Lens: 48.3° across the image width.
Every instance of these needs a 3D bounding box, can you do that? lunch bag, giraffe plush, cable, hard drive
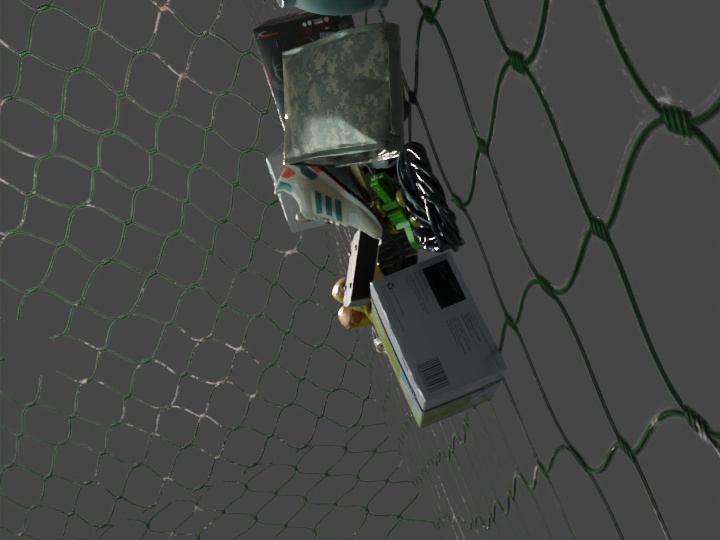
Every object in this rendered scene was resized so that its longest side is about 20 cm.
[{"bbox_3d":[-0.009,-0.228,1.074,0.200,0.117,0.165,1,92,50],"label":"lunch bag"},{"bbox_3d":[0.059,0.091,1.575,0.200,0.172,0.162,57,176,-39],"label":"giraffe plush"},{"bbox_3d":[0.097,-0.103,1.126,0.200,0.051,0.164,-138,33,-83],"label":"cable"},{"bbox_3d":[0.000,0.000,1.422,0.200,0.042,0.135,143,135,-85],"label":"hard drive"}]

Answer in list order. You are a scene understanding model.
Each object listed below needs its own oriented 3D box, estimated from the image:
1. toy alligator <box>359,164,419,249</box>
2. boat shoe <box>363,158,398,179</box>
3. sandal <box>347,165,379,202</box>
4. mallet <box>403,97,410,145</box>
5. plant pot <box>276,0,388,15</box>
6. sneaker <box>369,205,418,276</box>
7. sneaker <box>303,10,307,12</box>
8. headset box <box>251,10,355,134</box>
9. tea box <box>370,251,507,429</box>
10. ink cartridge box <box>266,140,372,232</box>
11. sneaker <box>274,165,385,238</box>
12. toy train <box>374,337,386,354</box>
[{"bbox_3d":[0.052,-0.123,1.283,0.200,0.059,0.054,54,-137,-22],"label":"toy alligator"},{"bbox_3d":[0.036,-0.194,1.294,0.072,0.070,0.201,45,162,26],"label":"boat shoe"},{"bbox_3d":[-0.043,-0.188,1.279,0.212,0.070,0.078,61,167,-25],"label":"sandal"},{"bbox_3d":[0.062,-0.189,1.192,0.066,0.041,0.200,60,174,44],"label":"mallet"},{"bbox_3d":[-0.060,-0.416,1.031,0.200,0.134,0.201,159,90,-84],"label":"plant pot"},{"bbox_3d":[0.071,-0.027,1.505,0.116,0.075,0.200,70,-174,-52],"label":"sneaker"},{"bbox_3d":[-0.060,-0.415,1.415,0.096,0.079,0.200,58,-174,-22],"label":"sneaker"},{"bbox_3d":[-0.070,-0.319,1.314,0.077,0.148,0.200,-57,-44,-54],"label":"headset box"},{"bbox_3d":[0.113,0.112,1.230,0.197,0.133,0.200,82,166,-67],"label":"tea box"},{"bbox_3d":[-0.058,-0.181,1.449,0.200,0.145,0.145,-66,-40,-64],"label":"ink cartridge box"},{"bbox_3d":[-0.052,-0.102,1.316,0.200,0.093,0.070,40,-174,2],"label":"sneaker"},{"bbox_3d":[0.091,0.088,1.434,0.150,0.056,0.200,23,143,13],"label":"toy train"}]
